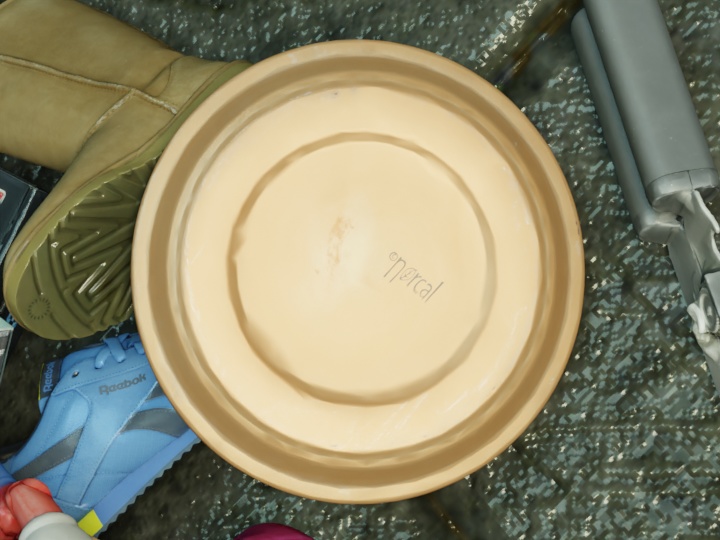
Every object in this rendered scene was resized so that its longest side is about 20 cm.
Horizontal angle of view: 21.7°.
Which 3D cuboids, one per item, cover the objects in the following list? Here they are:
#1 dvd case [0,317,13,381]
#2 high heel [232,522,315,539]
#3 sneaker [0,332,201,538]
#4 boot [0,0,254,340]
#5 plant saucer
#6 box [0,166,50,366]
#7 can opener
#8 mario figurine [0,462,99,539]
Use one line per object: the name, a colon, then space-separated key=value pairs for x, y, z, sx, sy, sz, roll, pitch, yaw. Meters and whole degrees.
dvd case: x=-0.239 y=0.083 z=0.913 sx=0.146 sy=0.022 sz=0.202 roll=33 pitch=115 yaw=31
high heel: x=-0.087 y=0.188 z=0.817 sx=0.067 sy=0.096 sz=0.201 roll=40 pitch=94 yaw=31
sneaker: x=-0.102 y=0.054 z=0.873 sx=0.200 sy=0.066 sz=0.079 roll=-41 pitch=91 yaw=11
boot: x=-0.149 y=-0.057 z=0.903 sx=0.199 sy=0.067 sz=0.175 roll=22 pitch=54 yaw=42
plant saucer: x=0.000 y=0.000 z=0.811 sx=0.198 sy=0.032 sz=0.203 roll=0 pitch=88 yaw=-5
box: x=-0.260 y=-0.002 z=0.998 sx=0.199 sy=0.046 sz=0.160 roll=26 pitch=88 yaw=31
can opener: x=0.149 y=-0.039 z=0.807 sx=0.066 sy=0.053 sz=0.202 roll=-9 pitch=65 yaw=-10
mario figurine: x=-0.174 y=0.118 z=0.803 sx=0.106 sy=0.123 sz=0.200 roll=-43 pitch=94 yaw=-4
